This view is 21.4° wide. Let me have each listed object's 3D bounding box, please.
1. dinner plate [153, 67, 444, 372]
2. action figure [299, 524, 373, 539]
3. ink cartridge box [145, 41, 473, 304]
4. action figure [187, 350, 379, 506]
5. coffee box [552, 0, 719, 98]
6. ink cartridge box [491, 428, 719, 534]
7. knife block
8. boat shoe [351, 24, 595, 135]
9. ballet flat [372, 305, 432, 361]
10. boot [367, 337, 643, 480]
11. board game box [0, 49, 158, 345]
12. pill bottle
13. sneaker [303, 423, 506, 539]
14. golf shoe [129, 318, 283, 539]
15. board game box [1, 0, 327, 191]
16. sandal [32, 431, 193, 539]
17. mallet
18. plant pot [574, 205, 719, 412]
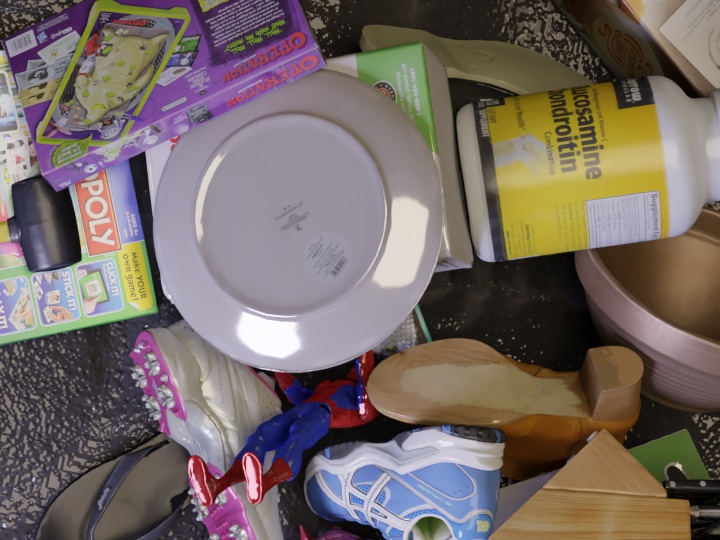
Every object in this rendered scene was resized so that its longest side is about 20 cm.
[{"bbox_3d":[-0.044,-0.035,1.240,0.199,0.024,0.201,-1,85,15],"label":"dinner plate"},{"bbox_3d":[-0.008,0.236,1.303,0.134,0.200,0.149,-28,134,-5],"label":"action figure"},{"bbox_3d":[-0.036,-0.061,1.296,0.199,0.084,0.146,-9,83,14],"label":"ink cartridge box"},{"bbox_3d":[-0.043,0.079,1.276,0.065,0.200,0.099,-4,101,29],"label":"action figure"},{"bbox_3d":[0.223,-0.184,1.395,0.080,0.114,0.200,-42,97,-10],"label":"coffee box"},{"bbox_3d":[0.160,0.196,1.364,0.199,0.059,0.104,-16,68,-18],"label":"ink cartridge box"},{"bbox_3d":[0.186,0.206,1.295,0.200,0.064,0.176,-39,78,-24],"label":"knife block"},{"bbox_3d":[0.084,-0.129,1.391,0.201,0.074,0.063,6,122,-22],"label":"boat shoe"},{"bbox_3d":[0.000,0.000,1.365,0.072,0.072,0.201,-16,88,-13],"label":"ballet flat"},{"bbox_3d":[0.100,0.110,1.352,0.200,0.144,0.071,-3,58,-7],"label":"boot"},{"bbox_3d":[-0.226,-0.055,1.332,0.134,0.029,0.201,-12,92,-12],"label":"board game box"},{"bbox_3d":[0.170,-0.073,1.314,0.199,0.112,0.113,-9,91,4],"label":"pill bottle"},{"bbox_3d":[0.023,0.155,1.300,0.075,0.200,0.077,8,73,-31],"label":"sneaker"},{"bbox_3d":[-0.081,0.121,1.313,0.091,0.075,0.201,-25,94,-29],"label":"golf shoe"},{"bbox_3d":[-0.133,-0.145,1.270,0.199,0.032,0.120,-24,56,4],"label":"board game box"},{"bbox_3d":[-0.151,0.155,1.337,0.200,0.043,0.076,-41,98,-11],"label":"sandal"},{"bbox_3d":[-0.289,-0.027,1.286,0.199,0.041,0.066,-4,91,-9],"label":"mallet"},{"bbox_3d":[0.241,0.037,1.382,0.200,0.201,0.093,11,122,-13],"label":"plant pot"}]
